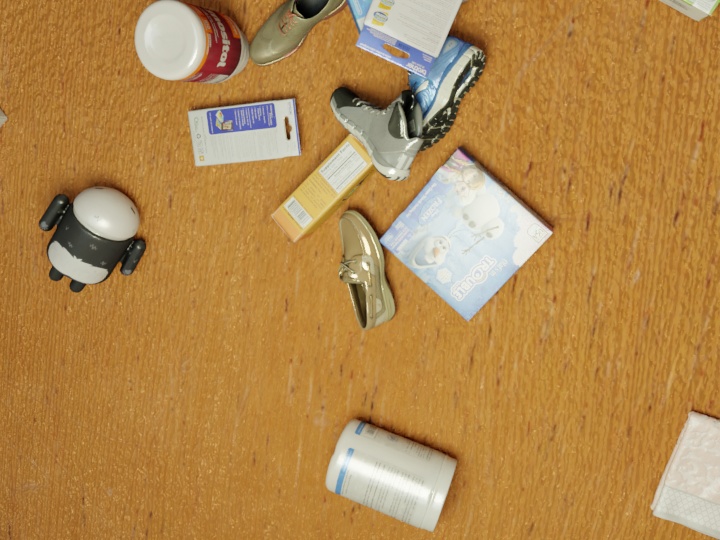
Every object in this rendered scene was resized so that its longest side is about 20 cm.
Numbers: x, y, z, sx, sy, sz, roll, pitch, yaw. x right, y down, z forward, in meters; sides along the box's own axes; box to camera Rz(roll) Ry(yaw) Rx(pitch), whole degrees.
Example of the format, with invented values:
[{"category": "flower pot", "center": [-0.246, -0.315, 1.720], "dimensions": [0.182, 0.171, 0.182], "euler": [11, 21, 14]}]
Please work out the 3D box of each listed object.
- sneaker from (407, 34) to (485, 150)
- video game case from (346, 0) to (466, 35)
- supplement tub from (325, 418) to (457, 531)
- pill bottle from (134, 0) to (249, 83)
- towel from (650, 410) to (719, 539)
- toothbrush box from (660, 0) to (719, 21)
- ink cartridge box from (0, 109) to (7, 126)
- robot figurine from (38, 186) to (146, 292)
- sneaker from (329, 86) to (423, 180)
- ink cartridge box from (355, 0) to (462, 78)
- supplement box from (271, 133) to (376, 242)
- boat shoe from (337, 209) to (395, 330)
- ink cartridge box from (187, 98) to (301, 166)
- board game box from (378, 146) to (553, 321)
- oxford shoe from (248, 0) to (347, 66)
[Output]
[{"category": "sneaker", "center": [0.108, -0.270, 1.110], "dimensions": [0.089, 0.078, 0.200], "euler": [47, 119, 26]}, {"category": "video game case", "center": [0.051, -0.468, 1.061], "dimensions": [0.181, 0.045, 0.201], "euler": [-22, 96, 1]}, {"category": "supplement tub", "center": [0.052, 0.349, 1.232], "dimensions": [0.199, 0.132, 0.133], "euler": [20, 107, 11]}, {"category": "pill bottle", "center": [-0.251, -0.351, 1.117], "dimensions": [0.112, 0.200, 0.114], "euler": [3, 103, 15]}, {"category": "towel", "center": [0.587, 0.338, 1.132], "dimensions": [0.199, 0.032, 0.192], "euler": [19, 107, 10]}, {"category": "toothbrush box", "center": [0.455, -0.461, 0.953], "dimensions": [0.145, 0.086, 0.200], "euler": [33, 108, 6]}, {"category": "ink cartridge box", "center": [-0.786, -0.314, 1.339], "dimensions": [0.147, 0.086, 0.200], "euler": [-39, 91, 20]}, {"category": "robot figurine", "center": [-0.483, -0.058, 1.295], "dimensions": [0.200, 0.150, 0.125], "euler": [-52, 57, 20]}, {"category": "sneaker", "center": [0.036, -0.242, 1.093], "dimensions": [0.200, 0.075, 0.116], "euler": [54, 132, 25]}, {"category": "ink cartridge box", "center": [0.083, -0.390, 1.028], "dimensions": [0.119, 0.042, 0.201], "euler": [23, 95, -5]}, {"category": "supplement box", "center": [-0.052, -0.136, 1.183], "dimensions": [0.200, 0.067, 0.069], "euler": [-41, 87, 20]}, {"category": "boat shoe", "center": [0.000, 0.000, 1.187], "dimensions": [0.071, 0.064, 0.201], "euler": [-6, 106, 56]}, {"category": "ink cartridge box", "center": [-0.193, -0.233, 1.216], "dimensions": [0.199, 0.037, 0.095], "euler": [-2, 101, 19]}, {"category": "board game box", "center": [0.166, -0.057, 1.151], "dimensions": [0.199, 0.043, 0.200], "euler": [41, 111, 3]}, {"category": "oxford shoe", "center": [-0.109, -0.398, 1.132], "dimensions": [0.200, 0.075, 0.071], "euler": [-36, 91, 20]}]
